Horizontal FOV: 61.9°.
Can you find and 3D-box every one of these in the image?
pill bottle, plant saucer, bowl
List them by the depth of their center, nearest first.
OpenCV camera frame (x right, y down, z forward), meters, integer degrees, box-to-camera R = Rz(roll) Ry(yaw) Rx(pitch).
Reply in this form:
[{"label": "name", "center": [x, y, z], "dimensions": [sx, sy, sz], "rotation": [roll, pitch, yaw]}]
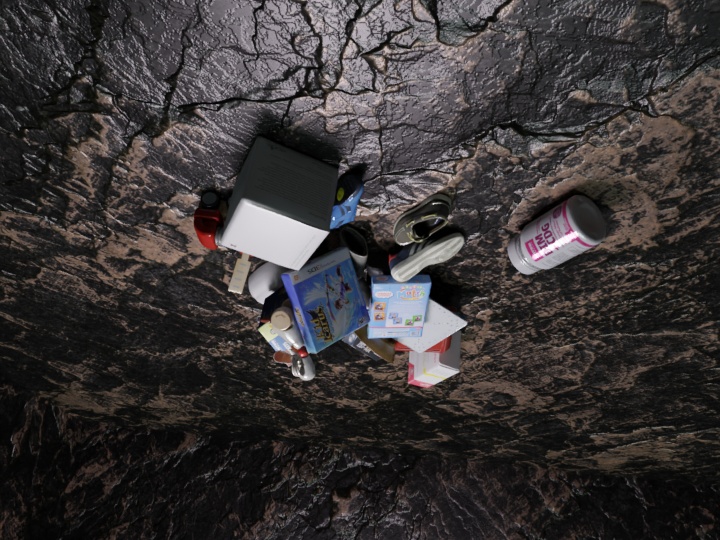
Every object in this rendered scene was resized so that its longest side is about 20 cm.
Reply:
[{"label": "pill bottle", "center": [0.429, -0.072, 1.330], "dimensions": [0.112, 0.115, 0.200], "rotation": [22, 147, -22]}, {"label": "plant saucer", "center": [0.035, 0.177, 1.721], "dimensions": [0.036, 0.201, 0.199], "rotation": [-47, 129, 10]}, {"label": "plant saucer", "center": [0.174, 0.178, 1.753], "dimensions": [0.196, 0.037, 0.201], "rotation": [2, 137, 3]}, {"label": "bowl", "center": [-0.218, 0.059, 1.761], "dimensions": [0.198, 0.076, 0.199], "rotation": [26, 144, -29]}]

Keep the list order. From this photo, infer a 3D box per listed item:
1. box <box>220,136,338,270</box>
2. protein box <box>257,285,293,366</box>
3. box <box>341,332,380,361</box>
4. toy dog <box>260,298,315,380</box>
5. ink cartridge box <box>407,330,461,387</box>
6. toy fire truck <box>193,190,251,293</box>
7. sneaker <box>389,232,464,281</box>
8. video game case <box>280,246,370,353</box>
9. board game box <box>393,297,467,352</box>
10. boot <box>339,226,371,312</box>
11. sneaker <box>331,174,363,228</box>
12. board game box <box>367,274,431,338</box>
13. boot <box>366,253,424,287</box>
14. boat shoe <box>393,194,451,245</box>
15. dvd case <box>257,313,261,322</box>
[{"label": "box", "center": [-0.178, -0.140, 1.311], "dimensions": [0.197, 0.174, 0.199], "rotation": [20, 148, -19]}, {"label": "protein box", "center": [-0.148, 0.108, 1.597], "dimensions": [0.199, 0.199, 0.136], "rotation": [-34, 109, 9]}, {"label": "box", "center": [-0.025, 0.164, 1.780], "dimensions": [0.044, 0.200, 0.160], "rotation": [-47, 128, 9]}, {"label": "toy dog", "center": [-0.181, 0.170, 1.449], "dimensions": [0.095, 0.204, 0.132], "rotation": [-15, 169, 17]}, {"label": "ink cartridge box", "center": [0.238, 0.279, 1.941], "dimensions": [0.082, 0.147, 0.200], "rotation": [18, 149, -18]}, {"label": "toy fire truck", "center": [-0.315, -0.066, 1.443], "dimensions": [0.173, 0.203, 0.129], "rotation": [7, 150, 2]}, {"label": "sneaker", "center": [0.156, -0.056, 1.482], "dimensions": [0.198, 0.085, 0.075], "rotation": [-26, 140, 7]}, {"label": "video game case", "center": [-0.079, 0.069, 1.450], "dimensions": [0.045, 0.180, 0.203], "rotation": [-3, 109, 54]}, {"label": "board game box", "center": [0.160, 0.139, 1.668], "dimensions": [0.198, 0.026, 0.199], "rotation": [31, 132, -25]}, {"label": "boot", "center": [-0.001, 0.002, 1.553], "dimensions": [0.182, 0.072, 0.201], "rotation": [46, 149, 13]}, {"label": "sneaker", "center": [-0.032, -0.154, 1.368], "dimensions": [0.077, 0.067, 0.200], "rotation": [10, 152, -27]}, {"label": "board game box", "center": [0.098, 0.097, 1.567], "dimensions": [0.148, 0.037, 0.202], "rotation": [-1, 133, -5]}, {"label": "boot", "center": [0.091, 0.041, 1.649], "dimensions": [0.162, 0.066, 0.201], "rotation": [16, 146, 12]}, {"label": "boat shoe", "center": [0.137, -0.105, 1.402], "dimensions": [0.071, 0.061, 0.201], "rotation": [22, 147, -23]}, {"label": "dvd case", "center": [-0.203, 0.141, 1.859], "dimensions": [0.196, 0.025, 0.150], "rotation": [3, -172, 9]}]
